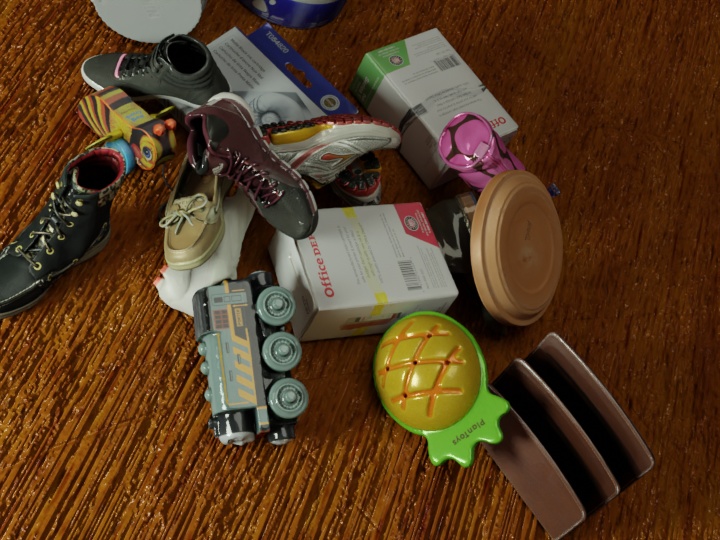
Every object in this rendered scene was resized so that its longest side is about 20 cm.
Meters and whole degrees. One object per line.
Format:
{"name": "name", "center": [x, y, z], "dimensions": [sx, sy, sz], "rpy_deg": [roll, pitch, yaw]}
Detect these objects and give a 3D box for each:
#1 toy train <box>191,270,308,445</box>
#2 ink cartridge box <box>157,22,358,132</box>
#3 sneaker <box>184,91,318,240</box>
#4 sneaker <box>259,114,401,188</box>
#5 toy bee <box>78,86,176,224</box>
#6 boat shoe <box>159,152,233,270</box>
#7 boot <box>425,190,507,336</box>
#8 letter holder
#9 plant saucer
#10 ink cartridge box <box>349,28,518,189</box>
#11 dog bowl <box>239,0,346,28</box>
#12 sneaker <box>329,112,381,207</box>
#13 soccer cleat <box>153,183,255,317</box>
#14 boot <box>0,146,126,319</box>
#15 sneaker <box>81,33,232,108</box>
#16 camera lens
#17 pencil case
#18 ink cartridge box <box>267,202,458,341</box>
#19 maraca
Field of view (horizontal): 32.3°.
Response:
{"name": "toy train", "center": [-0.127, 0.101, 1.408], "dimensions": [0.113, 0.085, 0.202], "rpy_deg": [-5, 78, -16]}
{"name": "ink cartridge box", "center": [-0.135, -0.228, 1.624], "dimensions": [0.200, 0.041, 0.200], "rpy_deg": [-38, 70, -22]}
{"name": "sneaker", "center": [-0.139, -0.107, 1.435], "dimensions": [0.201, 0.076, 0.115], "rpy_deg": [53, 32, 2]}
{"name": "sneaker", "center": [-0.043, -0.149, 1.551], "dimensions": [0.198, 0.083, 0.078], "rpy_deg": [-11, 17, -19]}
{"name": "toy bee", "center": [-0.261, -0.167, 1.528], "dimensions": [0.199, 0.109, 0.131], "rpy_deg": [32, 48, -2]}
{"name": "boat shoe", "center": [-0.196, -0.086, 1.462], "dimensions": [0.073, 0.063, 0.201], "rpy_deg": [-6, 46, 13]}
{"name": "boot", "center": [0.129, 0.001, 1.638], "dimensions": [0.096, 0.075, 0.202], "rpy_deg": [-15, 73, -4]}
{"name": "letter holder", "center": [0.235, 0.195, 1.487], "dimensions": [0.100, 0.142, 0.201], "rpy_deg": [-25, 71, -36]}
{"name": "plant saucer", "center": [0.208, -0.029, 1.596], "dimensions": [0.200, 0.032, 0.202], "rpy_deg": [2, 87, -52]}
{"name": "ink cartridge box", "center": [0.103, -0.230, 1.758], "dimensions": [0.145, 0.084, 0.201], "rpy_deg": [-25, 71, -35]}
{"name": "dog bowl", "center": [-0.101, -0.455, 1.822], "dimensions": [0.198, 0.079, 0.201], "rpy_deg": [13, 53, -18]}
{"name": "sneaker", "center": [-0.029, -0.148, 1.654], "dimensions": [0.077, 0.082, 0.201], "rpy_deg": [-19, 49, -8]}
{"name": "soccer cleat", "center": [-0.170, -0.025, 1.503], "dimensions": [0.077, 0.069, 0.200], "rpy_deg": [37, 57, -3]}
{"name": "boot", "center": [-0.345, -0.045, 1.372], "dimensions": [0.073, 0.154, 0.203], "rpy_deg": [42, 50, 8]}
{"name": "sneaker", "center": [-0.262, -0.260, 1.556], "dimensions": [0.198, 0.099, 0.071], "rpy_deg": [11, 66, 8]}
{"name": "camera lens", "center": [-0.276, -0.428, 1.668], "dimensions": [0.159, 0.160, 0.201], "rpy_deg": [12, 53, -17]}
{"name": "pencil case", "center": [0.185, -0.127, 1.659], "dimensions": [0.200, 0.091, 0.094], "rpy_deg": [37, 12, -45]}
{"name": "ink cartridge box", "center": [0.000, 0.000, 1.550], "dimensions": [0.198, 0.084, 0.146], "rpy_deg": [-4, 59, -28]}
{"name": "maraca", "center": [0.093, 0.138, 1.471], "dimensions": [0.201, 0.137, 0.107], "rpy_deg": [55, 11, 28]}
